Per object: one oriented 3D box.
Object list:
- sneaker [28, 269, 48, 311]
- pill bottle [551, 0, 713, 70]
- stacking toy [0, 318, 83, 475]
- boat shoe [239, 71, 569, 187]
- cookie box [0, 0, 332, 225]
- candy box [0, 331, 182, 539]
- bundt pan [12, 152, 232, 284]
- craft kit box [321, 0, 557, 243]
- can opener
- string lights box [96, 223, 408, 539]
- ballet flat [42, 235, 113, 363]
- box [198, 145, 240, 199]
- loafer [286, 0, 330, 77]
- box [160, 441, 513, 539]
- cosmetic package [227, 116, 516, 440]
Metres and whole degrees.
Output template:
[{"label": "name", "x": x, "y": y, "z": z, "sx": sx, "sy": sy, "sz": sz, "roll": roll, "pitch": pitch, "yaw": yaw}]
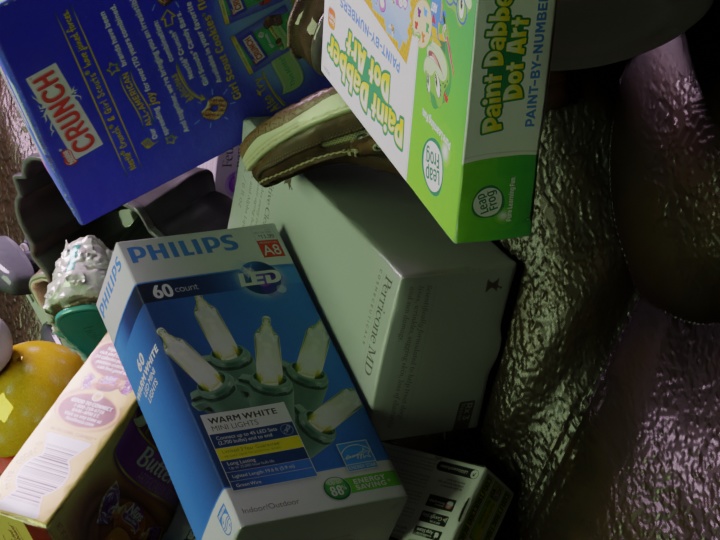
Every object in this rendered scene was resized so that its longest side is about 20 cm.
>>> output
[{"label": "sneaker", "x": -0.195, "y": -0.005, "z": 1.735, "sx": 0.067, "sy": 0.090, "sz": 0.200, "roll": -51, "pitch": 50, "yaw": 50}, {"label": "pill bottle", "x": 0.097, "y": -0.209, "z": 1.189, "sx": 0.114, "sy": 0.114, "sz": 0.200, "roll": -36, "pitch": 62, "yaw": 55}, {"label": "stacking toy", "x": -0.209, "y": 0.095, "z": 1.628, "sx": 0.200, "sy": 0.146, "sz": 0.146, "roll": 51, "pitch": 167, "yaw": -31}, {"label": "boat shoe", "x": 0.023, "y": -0.077, "z": 1.319, "sx": 0.202, "sy": 0.075, "sz": 0.075, "roll": -24, "pitch": 90, "yaw": 34}, {"label": "cookie box", "x": -0.115, "y": -0.148, "z": 1.420, "sx": 0.075, "sy": 0.200, "sz": 0.171, "roll": 53, "pitch": 167, "yaw": 46}, {"label": "candy box", "x": -0.133, "y": 0.105, "z": 1.436, "sx": 0.056, "sy": 0.200, "sz": 0.117, "roll": 12, "pitch": 143, "yaw": 29}, {"label": "bundt pan", "x": -0.134, "y": -0.011, "z": 1.585, "sx": 0.202, "sy": 0.076, "sz": 0.202, "roll": 35, "pitch": 148, "yaw": 26}, {"label": "craft kit box", "x": 0.036, "y": -0.145, "z": 1.151, "sx": 0.200, "sy": 0.049, "sz": 0.198, "roll": -125, "pitch": 31, "yaw": -55}, {"label": "can opener", "x": -0.237, "y": 0.043, "z": 1.836, "sx": 0.200, "sy": 0.067, "sz": 0.053, "roll": 56, "pitch": 138, "yaw": 43}, {"label": "string lights box", "x": -0.064, "y": 0.071, "z": 1.344, "sx": 0.200, "sy": 0.103, "sz": 0.059, "roll": 63, "pitch": 147, "yaw": 32}, {"label": "ballet flat", "x": -0.144, "y": 0.044, "z": 1.521, "sx": 0.200, "sy": 0.072, "sz": 0.072, "roll": 70, "pitch": 175, "yaw": -55}, {"label": "box", "x": -0.078, "y": -0.144, "z": 1.572, "sx": 0.041, "sy": 0.039, "sz": 0.200, "roll": 30, "pitch": 118, "yaw": 57}, {"label": "loafer", "x": -0.009, "y": -0.189, "z": 1.337, "sx": 0.073, "sy": 0.071, "sz": 0.200, "roll": 84, "pitch": -160, "yaw": -53}, {"label": "box", "x": -0.019, "y": 0.147, "z": 1.386, "sx": 0.200, "sy": 0.035, "sz": 0.110, "roll": 12, "pitch": 68, "yaw": 41}, {"label": "cosmetic package", "x": 0.000, "y": 0.000, "z": 1.405, "sx": 0.200, "sy": 0.081, "sz": 0.113, "roll": 45, "pitch": 132, "yaw": 50}]
